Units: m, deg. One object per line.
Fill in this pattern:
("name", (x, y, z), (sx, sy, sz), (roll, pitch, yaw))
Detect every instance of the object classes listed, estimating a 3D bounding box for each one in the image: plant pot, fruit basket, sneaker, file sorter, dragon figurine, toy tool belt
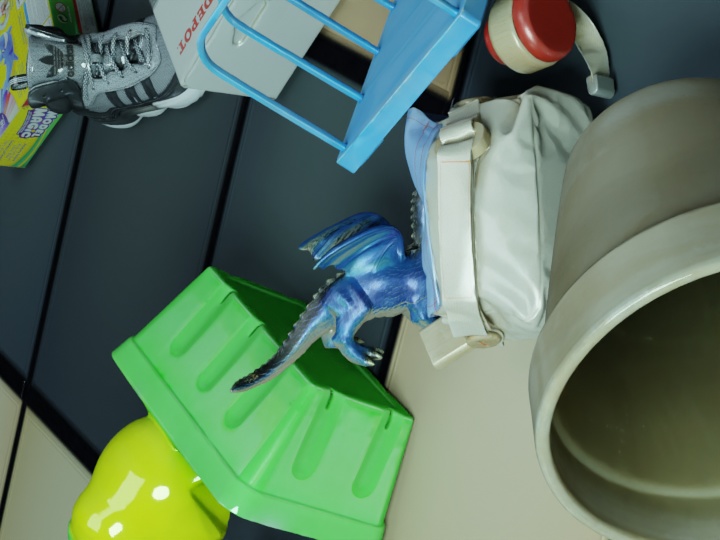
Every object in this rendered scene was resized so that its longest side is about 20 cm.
("plant pot", (0.167, 0.007, 0.965), (0.200, 0.200, 0.174), (-58, 26, 34))
("fruit basket", (-0.091, 0.124, 1.339), (0.216, 0.155, 0.216), (-24, 56, 41))
("sneaker", (-0.192, -0.159, 1.563), (0.200, 0.114, 0.076), (-21, 70, 54))
("file sorter", (0.002, -0.189, 1.193), (0.139, 0.123, 0.200), (-49, 17, 43))
("dragon figurine", (0.000, 0.000, 1.237), (0.059, 0.200, 0.099), (-133, 23, -72))
("toy tool belt", (0.069, -0.051, 1.152), (0.123, 0.125, 0.200), (-18, 72, 45))

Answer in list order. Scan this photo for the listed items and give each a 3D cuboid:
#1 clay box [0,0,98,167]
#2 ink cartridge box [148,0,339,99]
("clay box", (-0.291, -0.176, 1.774), (0.200, 0.048, 0.115), (-46, 51, 46))
("ink cartridge box", (-0.090, -0.241, 1.446), (0.144, 0.084, 0.200), (-53, 45, 38))
